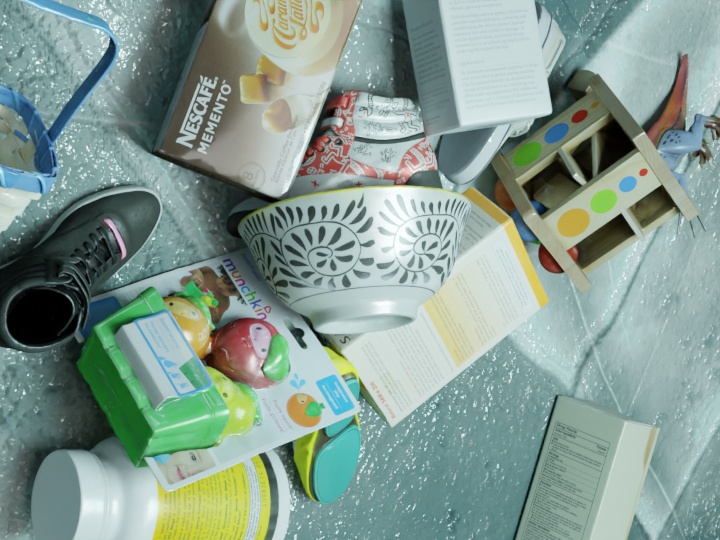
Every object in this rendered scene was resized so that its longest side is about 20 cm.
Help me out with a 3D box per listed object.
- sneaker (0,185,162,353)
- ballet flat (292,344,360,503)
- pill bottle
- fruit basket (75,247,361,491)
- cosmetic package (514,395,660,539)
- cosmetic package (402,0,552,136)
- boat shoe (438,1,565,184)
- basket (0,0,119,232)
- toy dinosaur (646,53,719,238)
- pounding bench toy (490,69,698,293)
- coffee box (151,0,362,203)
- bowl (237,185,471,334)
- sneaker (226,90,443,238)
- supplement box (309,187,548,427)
[{"bbox_3d":[-0.217,0.002,1.025,0.200,0.099,0.071,-37,121,-28],"label":"sneaker"},{"bbox_3d":[-0.037,0.138,1.222,0.067,0.067,0.200,-33,149,-27],"label":"ballet flat"},{"bbox_3d":[-0.167,0.196,1.110,0.200,0.112,0.113,9,96,-41],"label":"pill bottle"},{"bbox_3d":[-0.120,0.070,1.087,0.200,0.185,0.094,-21,156,-31],"label":"fruit basket"},{"bbox_3d":[0.249,0.251,1.472,0.071,0.105,0.200,15,94,-42],"label":"cosmetic package"},{"bbox_3d":[0.099,-0.229,1.193,0.101,0.071,0.201,-10,92,-25],"label":"cosmetic package"},{"bbox_3d":[0.146,-0.164,1.298,0.070,0.071,0.200,36,72,-37],"label":"boat shoe"},{"bbox_3d":[-0.284,-0.114,0.898,0.176,0.139,0.200,22,118,-41],"label":"basket"},{"bbox_3d":[0.319,-0.114,1.471,0.181,0.105,0.200,-19,77,-20],"label":"toy dinosaur"},{"bbox_3d":[0.214,-0.102,1.341,0.156,0.200,0.124,-35,126,11],"label":"pounding bench toy"},{"bbox_3d":[-0.083,-0.168,1.077,0.114,0.080,0.200,22,88,-15],"label":"coffee box"},{"bbox_3d":[0.000,0.000,1.112,0.200,0.201,0.094,4,74,-40],"label":"bowl"},{"bbox_3d":[-0.033,-0.097,1.178,0.201,0.067,0.108,-13,80,-14],"label":"sneaker"},{"bbox_3d":[0.066,0.035,1.241,0.200,0.074,0.126,-37,133,-8],"label":"supplement box"}]
